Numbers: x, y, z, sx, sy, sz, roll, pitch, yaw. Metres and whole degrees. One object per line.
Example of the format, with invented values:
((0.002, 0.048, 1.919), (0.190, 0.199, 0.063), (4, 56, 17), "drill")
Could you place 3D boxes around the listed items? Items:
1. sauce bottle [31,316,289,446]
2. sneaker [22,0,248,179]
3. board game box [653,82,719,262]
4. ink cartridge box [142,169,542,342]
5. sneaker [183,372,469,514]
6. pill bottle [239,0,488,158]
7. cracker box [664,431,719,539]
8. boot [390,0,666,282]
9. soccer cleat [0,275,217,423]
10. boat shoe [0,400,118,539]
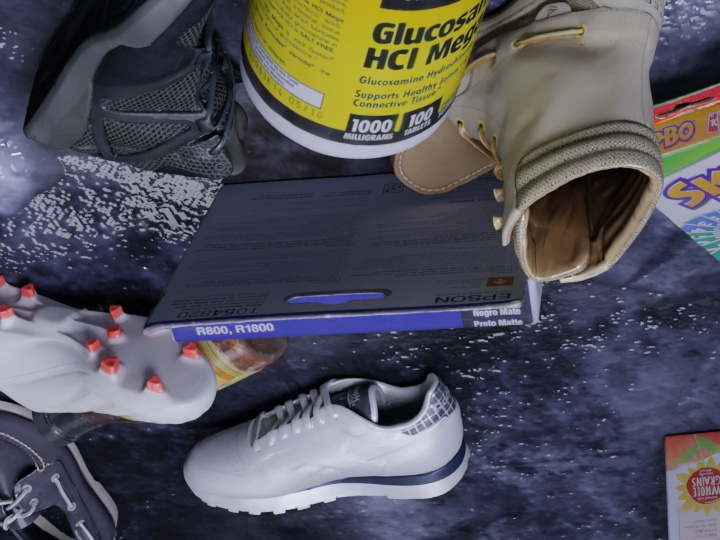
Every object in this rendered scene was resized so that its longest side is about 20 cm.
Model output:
((-0.135, 0.065, 1.245), (0.200, 0.066, 0.066), (-29, 133, 35), "sauce bottle")
((-0.090, -0.112, 0.992), (0.114, 0.076, 0.199), (18, 145, -21), "sneaker")
((0.212, -0.050, 1.050), (0.095, 0.030, 0.200), (-18, 151, 27), "board game box")
((0.000, 0.000, 1.039), (0.199, 0.200, 0.041), (-3, 113, 11), "ink cartridge box")
((-0.028, 0.111, 1.305), (0.199, 0.077, 0.081), (-9, 131, 10), "sneaker")
((0.010, -0.153, 0.890), (0.112, 0.113, 0.200), (8, 144, -6), "pill bottle")
((0.275, 0.202, 1.279), (0.134, 0.200, 0.058), (-6, 143, 15), "cracker box")
((0.080, -0.056, 0.980), (0.073, 0.156, 0.200), (27, 138, -29), "boot")
((-0.168, 0.061, 1.197), (0.200, 0.069, 0.078), (17, 131, 29), "soccer cleat")
((-0.235, 0.161, 1.389), (0.072, 0.063, 0.200), (-10, 142, 19), "boat shoe")
